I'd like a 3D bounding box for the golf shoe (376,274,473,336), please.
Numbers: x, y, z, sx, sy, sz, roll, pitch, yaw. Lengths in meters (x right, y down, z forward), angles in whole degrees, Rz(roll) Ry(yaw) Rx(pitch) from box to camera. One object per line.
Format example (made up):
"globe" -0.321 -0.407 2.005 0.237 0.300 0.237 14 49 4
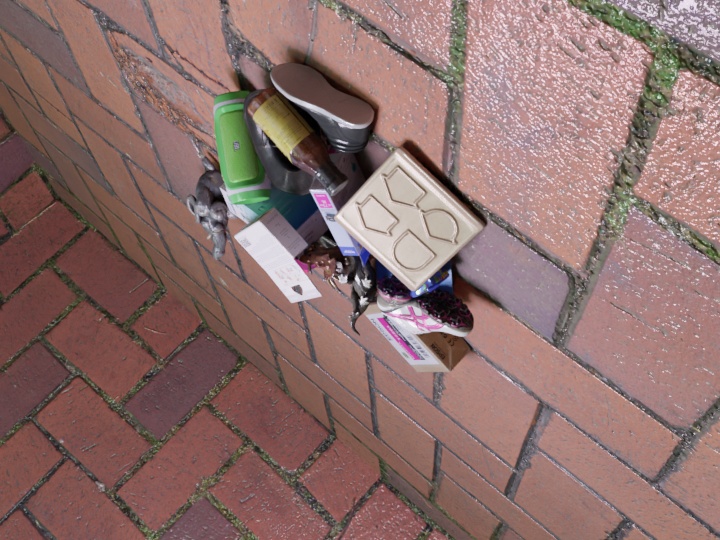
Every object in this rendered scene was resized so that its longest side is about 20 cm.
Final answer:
"golf shoe" 0.119 0.078 1.648 0.200 0.073 0.092 24 136 32

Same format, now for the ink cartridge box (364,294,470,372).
"ink cartridge box" 0.110 0.118 1.890 0.200 0.075 0.165 47 160 -9

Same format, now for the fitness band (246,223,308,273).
"fitness band" -0.196 -0.062 2.216 0.200 0.037 0.144 36 157 22

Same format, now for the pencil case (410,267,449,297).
"pencil case" 0.073 -0.047 1.576 0.200 0.078 0.087 55 -176 -13

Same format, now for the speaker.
"speaker" -0.220 -0.227 1.699 0.088 0.088 0.200 167 93 -68

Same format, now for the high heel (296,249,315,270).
"high heel" -0.099 -0.041 2.000 0.200 0.068 0.096 14 158 30

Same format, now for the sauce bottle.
"sauce bottle" -0.099 -0.206 1.484 0.200 0.066 0.066 50 162 7

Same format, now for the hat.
"hat" -0.119 -0.236 1.608 0.200 0.081 0.201 33 141 32

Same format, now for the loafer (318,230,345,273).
"loafer" -0.030 -0.021 1.868 0.200 0.071 0.073 41 162 -10

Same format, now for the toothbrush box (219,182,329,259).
"toothbrush box" -0.151 -0.138 1.780 0.200 0.146 0.085 34 159 26

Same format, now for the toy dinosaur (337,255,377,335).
"toy dinosaur" 0.005 0.025 1.687 0.077 0.102 0.200 -5 116 22

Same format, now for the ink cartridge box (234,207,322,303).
"ink cartridge box" -0.144 -0.024 1.707 0.176 0.045 0.200 49 161 -10

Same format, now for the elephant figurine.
"elephant figurine" -0.357 -0.145 2.204 0.141 0.155 0.200 25 155 -10

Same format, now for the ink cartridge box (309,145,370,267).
"ink cartridge box" -0.021 -0.113 1.601 0.042 0.119 0.200 0 140 28

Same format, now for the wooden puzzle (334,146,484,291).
"wooden puzzle" 0.079 -0.084 1.480 0.185 0.046 0.200 43 129 -4

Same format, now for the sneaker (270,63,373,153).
"sneaker" -0.064 -0.254 1.467 0.200 0.071 0.099 33 154 20

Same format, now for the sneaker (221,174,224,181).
"sneaker" -0.237 -0.191 1.983 0.077 0.078 0.200 19 155 26

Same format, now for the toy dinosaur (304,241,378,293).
"toy dinosaur" 0.000 0.000 1.761 0.200 0.136 0.086 32 157 18

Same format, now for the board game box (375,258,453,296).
"board game box" 0.106 0.007 1.682 0.158 0.039 0.200 12 127 29
